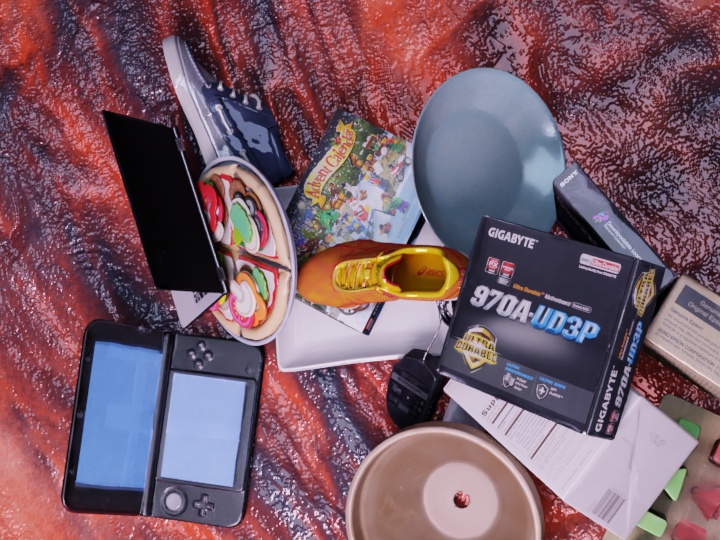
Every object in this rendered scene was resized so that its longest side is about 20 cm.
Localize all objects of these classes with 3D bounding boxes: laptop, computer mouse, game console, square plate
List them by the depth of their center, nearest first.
[{"bbox_3d":[0.076,0.078,1.410,0.058,0.034,0.202,34,116,31],"label":"computer mouse"},{"bbox_3d":[-0.222,-0.046,1.423,0.115,0.200,0.190,-11,76,-32],"label":"laptop"},{"bbox_3d":[-0.205,0.164,1.444,0.170,0.119,0.203,6,84,13],"label":"game console"},{"bbox_3d":[0.000,0.000,1.470,0.195,0.028,0.203,-7,81,11],"label":"square plate"}]

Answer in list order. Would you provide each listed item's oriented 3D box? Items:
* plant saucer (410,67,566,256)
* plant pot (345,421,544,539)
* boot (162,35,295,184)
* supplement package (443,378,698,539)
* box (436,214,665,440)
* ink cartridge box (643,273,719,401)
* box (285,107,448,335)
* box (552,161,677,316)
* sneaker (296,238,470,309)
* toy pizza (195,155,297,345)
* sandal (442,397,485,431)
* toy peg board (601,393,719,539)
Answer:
[{"bbox_3d":[0.125,-0.106,1.413,0.199,0.039,0.204,1,87,-32],"label":"plant saucer"},{"bbox_3d":[0.091,0.243,1.372,0.198,0.093,0.204,3,101,17],"label":"plant pot"},{"bbox_3d":[-0.145,-0.178,1.509,0.089,0.073,0.202,-23,87,3],"label":"boot"},{"bbox_3d":[0.199,0.140,1.317,0.120,0.121,0.200,-53,41,3],"label":"supplement package"},{"bbox_3d":[0.170,0.048,1.250,0.199,0.046,0.161,20,94,49],"label":"box"},{"bbox_3d":[0.354,0.086,1.296,0.164,0.200,0.076,33,90,13],"label":"ink cartridge box"},{"bbox_3d":[-0.008,-0.052,1.444,0.135,0.038,0.202,26,88,14],"label":"box"},{"bbox_3d":[0.246,-0.023,1.333,0.036,0.200,0.143,-40,76,0],"label":"box"},{"bbox_3d":[0.017,-0.001,1.365,0.198,0.077,0.074,-6,83,29],"label":"sneaker"},{"bbox_3d":[-0.133,-0.019,1.434,0.199,0.031,0.203,20,115,49],"label":"toy pizza"},{"bbox_3d":[0.129,0.081,1.411,0.059,0.079,0.208,43,109,49],"label":"sandal"},{"bbox_3d":[0.350,0.250,1.328,0.197,0.098,0.202,24,88,14],"label":"toy peg board"}]
